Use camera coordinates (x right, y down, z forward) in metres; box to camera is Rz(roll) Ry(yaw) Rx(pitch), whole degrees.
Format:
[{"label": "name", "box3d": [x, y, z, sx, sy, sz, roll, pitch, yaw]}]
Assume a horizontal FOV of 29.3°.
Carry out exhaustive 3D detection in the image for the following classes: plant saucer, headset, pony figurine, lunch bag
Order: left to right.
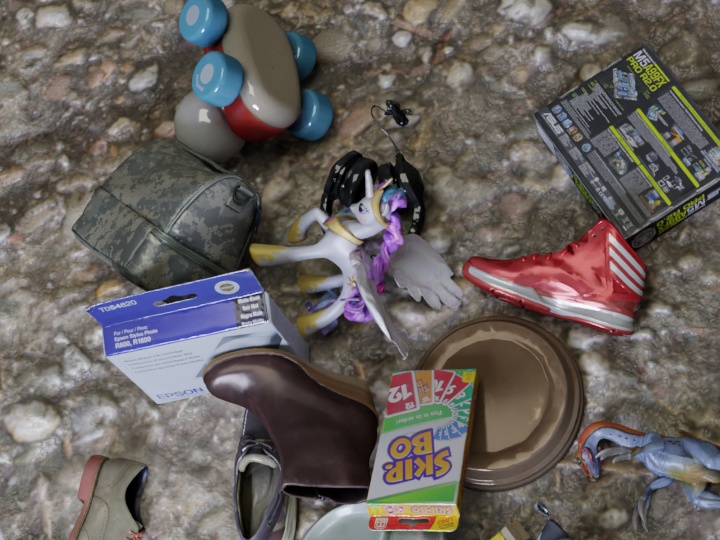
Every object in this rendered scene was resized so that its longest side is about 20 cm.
[{"label": "lunch bag", "box3d": [-0.217, -0.060, 1.610, 0.200, 0.139, 0.168, 32, 89, 50]}, {"label": "plant saucer", "box3d": [-0.008, 0.294, 1.413, 0.199, 0.050, 0.201, -25, 32, 17]}, {"label": "pony figurine", "box3d": [0.000, 0.000, 1.535, 0.199, 0.167, 0.194, -25, 102, 35]}, {"label": "headset", "box3d": [0.023, -0.103, 1.638, 0.122, 0.094, 0.202, 8, 84, 16]}, {"label": "plant saucer", "box3d": [0.144, 0.140, 1.500, 0.198, 0.029, 0.202, -7, 66, 15]}]

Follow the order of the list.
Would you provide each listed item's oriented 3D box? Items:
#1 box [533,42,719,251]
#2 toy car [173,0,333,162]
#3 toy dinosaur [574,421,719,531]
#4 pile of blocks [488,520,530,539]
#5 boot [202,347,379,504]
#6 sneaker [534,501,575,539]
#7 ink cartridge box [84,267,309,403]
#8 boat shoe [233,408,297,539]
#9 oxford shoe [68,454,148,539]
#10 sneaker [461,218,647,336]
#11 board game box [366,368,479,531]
[{"label": "box", "box3d": [0.315, -0.140, 1.564, 0.160, 0.044, 0.201, -32, 62, 1]}, {"label": "toy car", "box3d": [-0.173, -0.211, 1.706, 0.200, 0.184, 0.178, -36, 56, 32]}, {"label": "toy dinosaur", "box3d": [0.319, 0.202, 1.412, 0.199, 0.106, 0.181, -19, 39, -34]}, {"label": "pile of blocks", "box3d": [0.099, 0.338, 1.394, 0.200, 0.082, 0.062, -39, 67, -1]}, {"label": "boot", "box3d": [-0.078, 0.166, 1.469, 0.198, 0.073, 0.167, 9, 37, -5]}, {"label": "sneaker", "box3d": [0.165, 0.300, 1.360, 0.198, 0.078, 0.141, 3, 79, -11]}, {"label": "ink cartridge box", "box3d": [-0.177, 0.079, 1.530, 0.198, 0.200, 0.041, -13, 59, 12]}, {"label": "boat shoe", "box3d": [-0.106, 0.216, 1.522, 0.071, 0.065, 0.202, -7, 63, 18]}, {"label": "oxford shoe", "box3d": [-0.282, 0.303, 1.538, 0.074, 0.071, 0.202, -1, 67, 11]}, {"label": "sneaker", "box3d": [0.218, -0.009, 1.507, 0.199, 0.078, 0.116, 19, 86, 10]}, {"label": "board game box", "box3d": [0.066, 0.184, 1.433, 0.095, 0.030, 0.201, -3, 45, 16]}]
